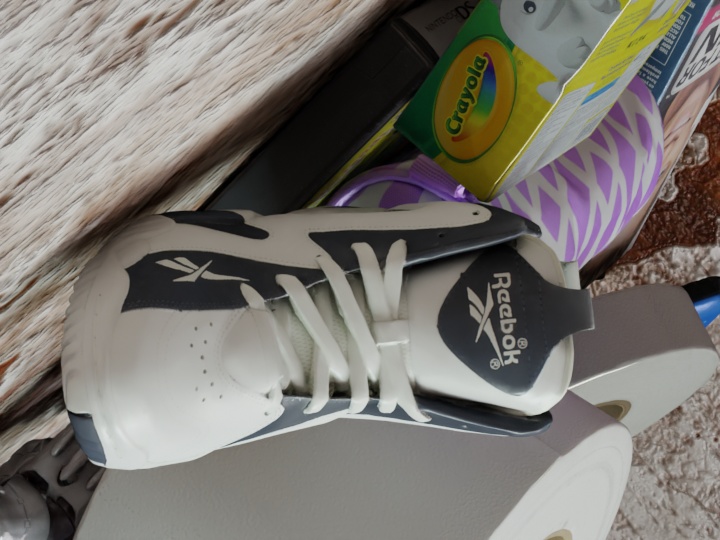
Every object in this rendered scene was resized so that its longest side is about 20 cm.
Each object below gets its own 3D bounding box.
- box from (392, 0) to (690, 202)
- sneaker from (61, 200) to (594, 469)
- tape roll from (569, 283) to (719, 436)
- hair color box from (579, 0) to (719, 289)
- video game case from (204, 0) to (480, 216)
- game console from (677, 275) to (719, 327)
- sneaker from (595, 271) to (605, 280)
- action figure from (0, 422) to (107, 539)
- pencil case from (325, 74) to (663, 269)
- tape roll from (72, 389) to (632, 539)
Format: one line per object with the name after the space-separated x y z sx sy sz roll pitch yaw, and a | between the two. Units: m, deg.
0.098 -0.121 0.971 0.200 0.048 0.117 -52 171 25 | box
0.003 0.017 0.928 0.129 0.080 0.199 -3 -179 29 | sneaker
0.069 0.069 1.339 0.202 0.037 0.203 -23 164 -7 | tape roll
0.116 -0.083 1.268 0.100 0.060 0.200 -36 157 -53 | hair color box
-0.006 -0.045 1.102 0.200 0.026 0.181 -44 177 31 | video game case
0.053 0.026 1.464 0.200 0.119 0.171 -17 161 -30 | game console
0.099 -0.055 1.408 0.200 0.112 0.073 -42 179 8 | sneaker
-0.114 0.084 1.166 0.130 0.069 0.200 -36 171 19 | action figure
0.052 -0.029 1.121 0.200 0.084 0.086 -38 144 -61 | pencil case
-0.004 0.110 1.142 0.203 0.139 0.203 -49 160 -24 | tape roll
